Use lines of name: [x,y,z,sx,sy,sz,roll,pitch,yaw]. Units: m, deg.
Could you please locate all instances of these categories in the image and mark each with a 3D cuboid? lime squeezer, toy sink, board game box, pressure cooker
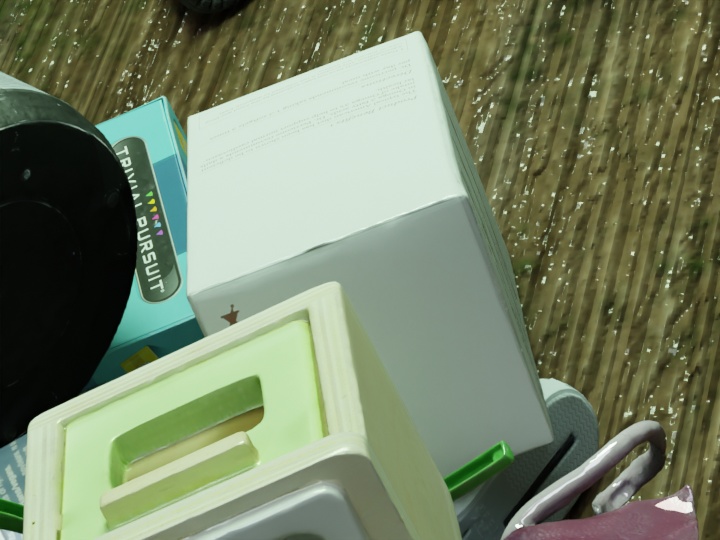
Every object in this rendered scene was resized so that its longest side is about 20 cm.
lime squeezer: [-0.040,0.102,1.148,0.199,0.071,0.038,-6,24,-3]
toy sink: [-0.038,0.107,1.019,0.130,0.112,0.200,-24,24,7]
board game box: [-0.161,0.018,1.398,0.199,0.047,0.151,-22,45,4]
pressure cooker: [-0.216,-0.022,1.302,0.200,0.176,0.179,26,60,35]

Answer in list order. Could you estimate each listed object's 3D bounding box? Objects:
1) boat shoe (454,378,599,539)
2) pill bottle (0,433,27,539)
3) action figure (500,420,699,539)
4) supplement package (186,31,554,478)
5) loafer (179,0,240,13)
boat shoe: [0.022,0.119,1.218,0.062,0.072,0.200,5,41,47]
pill bottle: [-0.141,0.138,1.225,0.200,0.120,0.120,-30,44,-4]
action figure: [0.042,0.129,1.124,0.199,0.134,0.149,-8,61,-7]
supplement package: [0.000,0.000,1.251,0.116,0.118,0.200,-19,23,5]
loafer: [-0.039,-0.219,1.548,0.200,0.073,0.071,-40,45,-16]
